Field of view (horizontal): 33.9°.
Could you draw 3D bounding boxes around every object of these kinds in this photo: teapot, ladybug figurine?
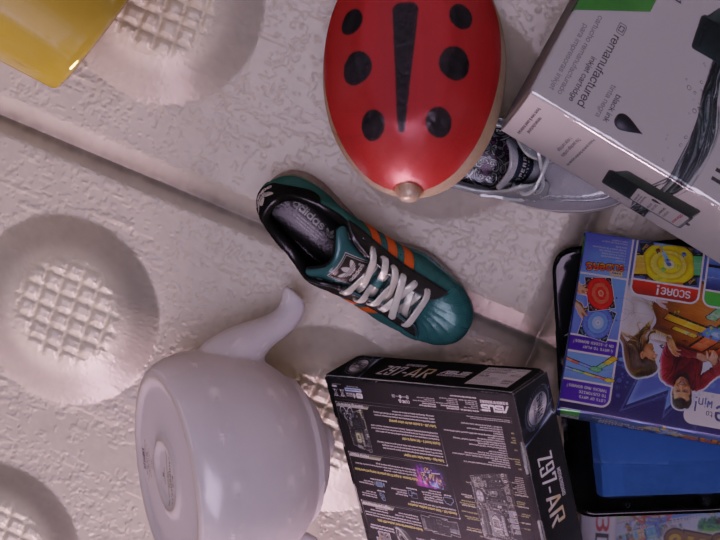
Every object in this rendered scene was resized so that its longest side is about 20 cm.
[{"bbox_3d":[-0.088,0.154,0.941,0.144,0.199,0.201,-7,142,-27],"label":"teapot"},{"bbox_3d":[0.036,-0.149,0.838,0.134,0.072,0.203,-4,76,8],"label":"ladybug figurine"}]

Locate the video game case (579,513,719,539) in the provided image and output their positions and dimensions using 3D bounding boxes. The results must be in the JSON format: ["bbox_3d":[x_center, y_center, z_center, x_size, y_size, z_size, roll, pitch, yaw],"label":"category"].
[{"bbox_3d":[0.267,0.192,0.903,0.197,0.022,0.185,2,71,13],"label":"video game case"}]

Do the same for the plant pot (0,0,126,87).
[{"bbox_3d":[-0.253,-0.240,0.832,0.188,0.201,0.201,37,108,-19],"label":"plant pot"}]

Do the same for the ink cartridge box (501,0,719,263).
[{"bbox_3d":[0.222,-0.118,0.823,0.198,0.083,0.148,30,76,-2],"label":"ink cartridge box"}]

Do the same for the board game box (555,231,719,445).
[{"bbox_3d":[0.250,0.055,0.858,0.197,0.034,0.137,10,77,11],"label":"board game box"}]

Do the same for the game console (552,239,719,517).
[{"bbox_3d":[0.248,0.075,0.882,0.197,0.117,0.179,-3,105,7],"label":"game console"}]

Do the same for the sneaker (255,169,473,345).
[{"bbox_3d":[0.000,0.000,0.917,0.199,0.080,0.072,34,107,-2],"label":"sneaker"}]

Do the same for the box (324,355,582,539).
[{"bbox_3d":[0.070,0.152,0.913,0.198,0.043,0.162,-1,108,47],"label":"box"}]

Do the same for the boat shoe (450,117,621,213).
[{"bbox_3d":[0.112,-0.079,0.884,0.198,0.072,0.071,10,107,6],"label":"boat shoe"}]
